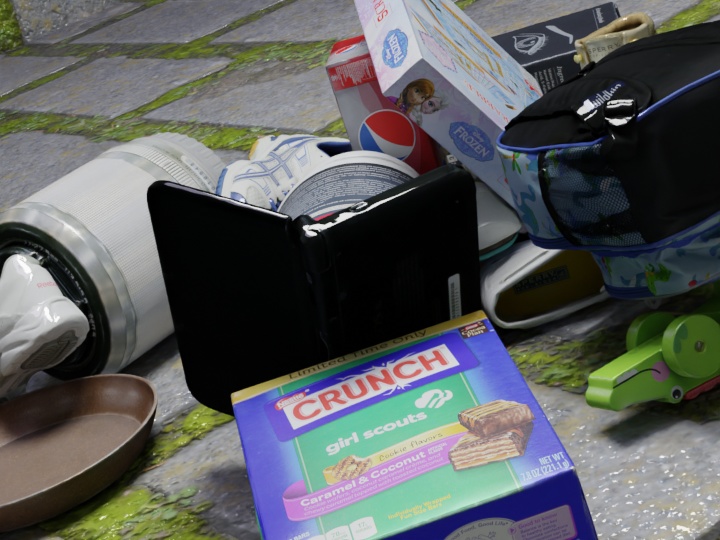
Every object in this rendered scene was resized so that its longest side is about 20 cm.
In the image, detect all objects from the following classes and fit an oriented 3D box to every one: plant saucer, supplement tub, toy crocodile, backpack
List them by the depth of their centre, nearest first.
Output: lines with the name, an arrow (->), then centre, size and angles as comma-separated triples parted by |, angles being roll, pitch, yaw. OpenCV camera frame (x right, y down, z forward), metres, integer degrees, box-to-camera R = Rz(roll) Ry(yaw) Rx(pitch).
toy crocodile -> 0.228, 0.039, 1.040 | 0.199, 0.062, 0.067 | -29, 8, -19
backpack -> 0.193, -0.068, 1.075 | 0.182, 0.148, 0.200 | -29, 14, -22
supplement tub -> 0.000, 0.000, 1.217 | 0.139, 0.141, 0.200 | -16, 20, 7
plant saucer -> -0.237, 0.138, 1.222 | 0.199, 0.035, 0.200 | -17, 19, 6

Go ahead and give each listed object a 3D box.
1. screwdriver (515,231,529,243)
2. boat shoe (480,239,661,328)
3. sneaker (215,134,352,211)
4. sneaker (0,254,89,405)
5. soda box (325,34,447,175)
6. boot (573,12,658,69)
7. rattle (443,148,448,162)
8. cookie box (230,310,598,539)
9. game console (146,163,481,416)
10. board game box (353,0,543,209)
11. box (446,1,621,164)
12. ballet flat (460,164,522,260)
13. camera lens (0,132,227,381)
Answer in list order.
screwdriver -> 0.119, -0.030, 1.361 | 0.028, 0.029, 0.200 | -23, 21, -15
boat shoe -> 0.179, -0.009, 1.180 | 0.201, 0.075, 0.086 | -19, 19, 7
sneaker -> -0.059, -0.068, 1.389 | 0.088, 0.076, 0.200 | -5, 28, 17
sneaker -> -0.300, 0.059, 1.321 | 0.200, 0.100, 0.078 | -38, -19, 23
soda box -> 0.033, -0.089, 1.336 | 0.063, 0.201, 0.070 | -14, 20, 11
boot -> 0.203, -0.105, 1.294 | 0.072, 0.156, 0.200 | -6, 23, 31
rattle -> 0.085, -0.055, 1.434 | 0.199, 0.144, 0.130 | -25, -18, 3
cookie box -> 0.025, 0.118, 0.951 | 0.170, 0.076, 0.200 | -19, 25, -3
game console -> -0.023, 0.014, 1.072 | 0.175, 0.201, 0.116 | -25, 46, -18
board game box -> 0.080, -0.138, 1.253 | 0.041, 0.200, 0.200 | -41, 32, 19
box -> 0.162, -0.163, 1.563 | 0.199, 0.105, 0.148 | -14, 19, 11
ballet flat -> 0.098, -0.056, 1.282 | 0.069, 0.070, 0.200 | -14, 7, 12
camera lens -> -0.205, -0.012, 1.403 | 0.159, 0.161, 0.200 | -1, 26, 41
